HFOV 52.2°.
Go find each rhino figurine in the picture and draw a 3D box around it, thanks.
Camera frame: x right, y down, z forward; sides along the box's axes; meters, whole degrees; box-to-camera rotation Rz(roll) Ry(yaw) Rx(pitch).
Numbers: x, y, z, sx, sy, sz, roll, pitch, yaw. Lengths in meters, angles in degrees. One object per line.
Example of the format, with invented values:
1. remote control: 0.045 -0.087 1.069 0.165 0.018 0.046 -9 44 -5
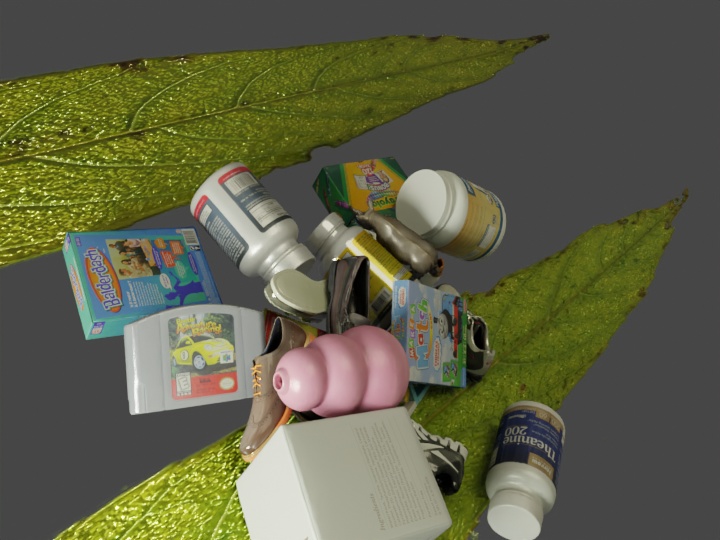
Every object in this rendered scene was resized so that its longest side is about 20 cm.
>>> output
1. rhino figurine: 0.056 -0.058 1.281 0.199 0.088 0.060 39 77 12

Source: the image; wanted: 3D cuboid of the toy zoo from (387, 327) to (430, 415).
1. toy zoo: 0.067 0.158 1.175 0.200 0.020 0.134 -46 124 -47

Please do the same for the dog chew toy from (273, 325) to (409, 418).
1. dog chew toy: -0.028 0.139 0.975 0.197 0.125 0.126 0 54 -41

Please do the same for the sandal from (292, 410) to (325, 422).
1. sandal: -0.053 0.190 1.059 0.197 0.055 0.083 30 83 1

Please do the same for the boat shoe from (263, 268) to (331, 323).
1. boat shoe: -0.089 0.046 1.133 0.200 0.060 0.074 13 51 -62

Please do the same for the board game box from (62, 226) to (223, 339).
1. board game box: -0.314 0.012 1.069 0.196 0.045 0.155 -4 58 -38

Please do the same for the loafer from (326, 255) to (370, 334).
1. loafer: -0.012 0.066 1.123 0.072 0.062 0.205 36 42 -47

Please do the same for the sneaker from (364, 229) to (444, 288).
1. sneaker: 0.067 -0.040 1.355 0.196 0.085 0.074 25 45 -13

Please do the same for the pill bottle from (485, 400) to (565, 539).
1. pill bottle: 0.259 0.316 1.164 0.110 0.111 0.201 34 42 -5

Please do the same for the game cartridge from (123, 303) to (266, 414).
1. game cartridge: -0.219 0.115 1.003 0.196 0.041 0.137 -4 83 -31

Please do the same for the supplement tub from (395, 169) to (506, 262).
1. supplement tub: 0.174 -0.105 1.410 0.198 0.144 0.147 15 44 -46

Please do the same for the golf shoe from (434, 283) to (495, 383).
1. golf shoe: 0.191 0.099 1.322 0.075 0.089 0.203 4 51 -30

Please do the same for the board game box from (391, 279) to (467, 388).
1. board game box: 0.114 0.109 1.197 0.198 0.036 0.156 16 73 -52

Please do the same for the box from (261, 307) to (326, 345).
1. box: -0.071 0.131 1.134 0.196 0.050 0.077 23 46 -16

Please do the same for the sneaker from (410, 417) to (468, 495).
1. sneaker: 0.078 0.279 1.102 0.196 0.067 0.092 25 42 -17

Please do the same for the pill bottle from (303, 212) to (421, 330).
1. pill bottle: 0.000 0.000 1.251 0.200 0.113 0.112 43 42 4

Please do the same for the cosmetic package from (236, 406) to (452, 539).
1. cosmetic package: -0.025 0.296 0.939 0.196 0.168 0.169 -1 54 -36

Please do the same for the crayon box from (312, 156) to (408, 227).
1. crayon box: 0.016 -0.149 1.430 0.197 0.059 0.120 -16 64 -42

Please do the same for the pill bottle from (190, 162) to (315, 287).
1. pill bottle: -0.169 -0.061 1.180 0.201 0.120 0.119 48 43 10

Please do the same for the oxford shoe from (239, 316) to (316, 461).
1. oxford shoe: -0.128 0.158 0.999 0.073 0.071 0.203 40 51 -26
